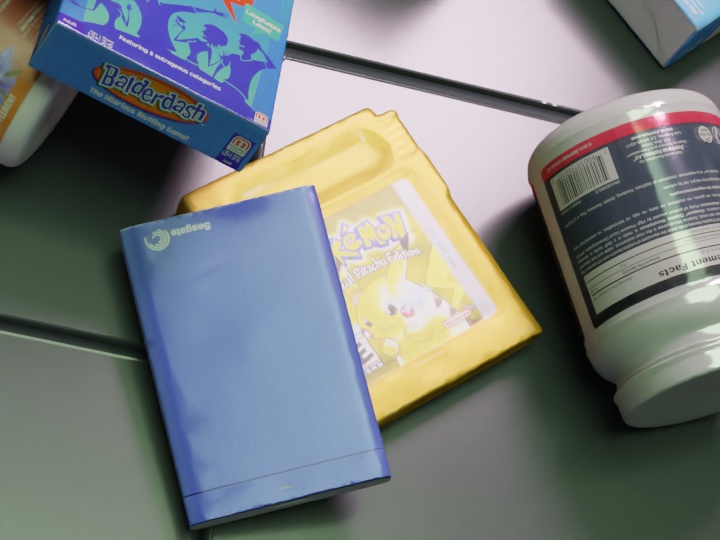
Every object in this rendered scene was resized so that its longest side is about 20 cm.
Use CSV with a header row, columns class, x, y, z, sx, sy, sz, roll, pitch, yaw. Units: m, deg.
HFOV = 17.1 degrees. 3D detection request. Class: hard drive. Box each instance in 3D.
class,x,y,z,sx,sy,sz,roll,pitch,yaw
hard drive,-0.069,0.054,1.541,0.132,0.025,0.200,-13,75,-6

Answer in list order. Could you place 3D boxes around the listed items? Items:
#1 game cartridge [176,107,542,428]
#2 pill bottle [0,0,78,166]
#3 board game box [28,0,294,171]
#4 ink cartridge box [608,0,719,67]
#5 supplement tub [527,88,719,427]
class,x,y,z,sx,sy,sz,roll,pitch,yaw
game cartridge,0.000,0.000,1.610,0.176,0.032,0.200,-28,78,-26
pill bottle,-0.277,-0.164,1.549,0.200,0.112,0.112,33,61,-1
board game box,-0.121,-0.172,1.547,0.152,0.045,0.200,26,40,-17
ink cartridge box,0.272,-0.252,1.790,0.200,0.067,0.116,-33,79,-27
supplement tub,0.205,-0.009,1.618,0.140,0.140,0.200,-10,70,-22
